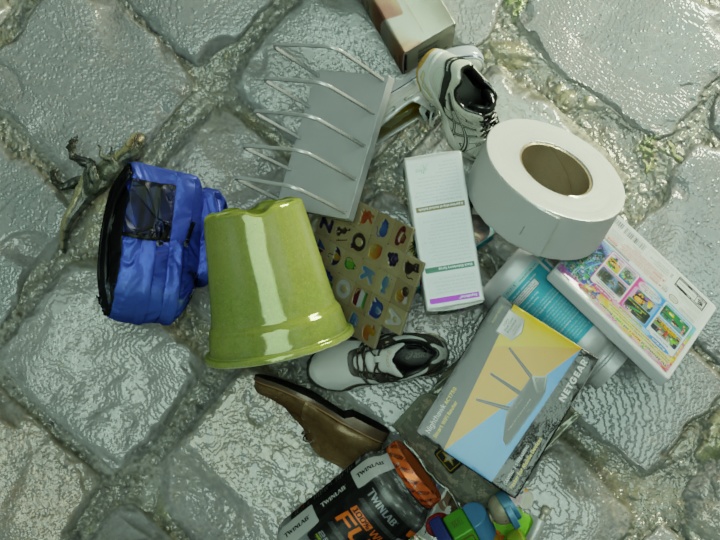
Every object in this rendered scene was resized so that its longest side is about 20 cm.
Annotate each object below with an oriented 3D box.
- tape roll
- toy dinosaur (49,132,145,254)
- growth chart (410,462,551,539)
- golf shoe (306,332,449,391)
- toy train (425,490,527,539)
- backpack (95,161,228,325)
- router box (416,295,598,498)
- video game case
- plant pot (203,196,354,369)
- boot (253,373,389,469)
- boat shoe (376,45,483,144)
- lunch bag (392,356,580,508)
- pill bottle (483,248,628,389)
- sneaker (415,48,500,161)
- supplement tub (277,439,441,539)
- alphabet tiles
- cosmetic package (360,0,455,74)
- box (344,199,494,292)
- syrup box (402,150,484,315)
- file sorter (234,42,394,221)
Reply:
[{"bbox_3d":[0.241,-0.107,1.515,0.201,0.203,0.071,31,130,6],"label":"tape roll"},{"bbox_3d":[-0.388,-0.130,1.632,0.088,0.047,0.201,39,90,0],"label":"toy dinosaur"},{"bbox_3d":[0.145,0.339,1.562,0.197,0.018,0.147,21,84,4],"label":"growth chart"},{"bbox_3d":[0.020,0.116,1.556,0.197,0.094,0.079,-11,84,3],"label":"golf shoe"},{"bbox_3d":[0.172,0.375,1.502,0.115,0.085,0.201,-30,124,-1],"label":"toy train"},{"bbox_3d":[-0.268,-0.025,1.553,0.165,0.162,0.203,11,82,-11],"label":"backpack"},{"bbox_3d":[0.182,0.157,1.448,0.148,0.051,0.202,31,83,9],"label":"router box"},{"bbox_3d":[0.359,0.030,1.528,0.200,0.024,0.182,44,47,6],"label":"video game case"},{"bbox_3d":[-0.121,0.008,1.488,0.197,0.200,0.187,-11,98,2],"label":"plant pot"},{"bbox_3d":[-0.064,0.205,1.566,0.198,0.074,0.076,28,95,4],"label":"boot"},{"bbox_3d":[0.088,-0.228,1.589,0.200,0.075,0.087,-26,60,3],"label":"boat shoe"},{"bbox_3d":[0.159,0.201,1.527,0.200,0.118,0.164,-44,82,0],"label":"lunch bag"},{"bbox_3d":[0.262,0.063,1.540,0.200,0.111,0.111,44,87,7],"label":"pill bottle"},{"bbox_3d":[0.150,-0.206,1.539,0.087,0.200,0.076,22,73,47],"label":"sneaker"},{"bbox_3d":[0.000,0.320,1.511,0.199,0.122,0.123,-40,83,4],"label":"supplement tub"},{"bbox_3d":[0.000,0.000,1.546,0.199,0.006,0.169,29,106,40],"label":"alphabet tiles"},{"bbox_3d":[0.045,-0.388,1.608,0.086,0.103,0.202,-29,82,-2],"label":"cosmetic package"},{"bbox_3d":[0.081,-0.023,1.590,0.199,0.049,0.083,-35,83,-1],"label":"box"},{"bbox_3d":[0.108,-0.047,1.526,0.080,0.079,0.204,-8,84,2],"label":"syrup box"},{"bbox_3d":[-0.068,-0.187,1.553,0.137,0.124,0.203,12,83,41],"label":"file sorter"}]
